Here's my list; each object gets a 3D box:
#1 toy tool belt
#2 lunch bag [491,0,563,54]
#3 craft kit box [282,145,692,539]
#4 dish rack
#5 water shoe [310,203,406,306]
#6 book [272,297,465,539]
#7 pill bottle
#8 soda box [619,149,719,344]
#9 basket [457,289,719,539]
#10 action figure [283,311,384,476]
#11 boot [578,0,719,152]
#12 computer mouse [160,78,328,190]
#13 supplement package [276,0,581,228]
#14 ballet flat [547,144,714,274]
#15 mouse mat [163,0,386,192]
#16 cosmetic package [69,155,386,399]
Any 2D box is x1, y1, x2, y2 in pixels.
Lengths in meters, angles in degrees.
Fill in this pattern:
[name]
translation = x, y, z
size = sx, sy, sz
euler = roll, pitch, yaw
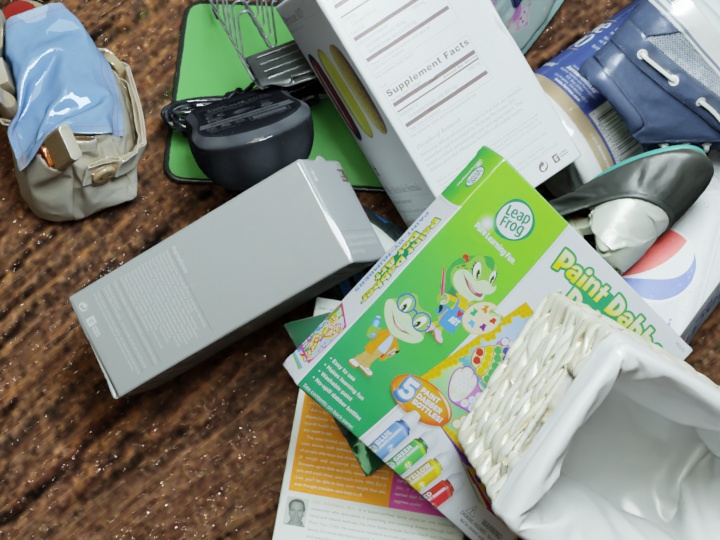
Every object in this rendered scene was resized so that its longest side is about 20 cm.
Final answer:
[toy tool belt]
translation = -0.237, -0.144, 1.386
size = 0.124, 0.123, 0.201
euler = -22, 68, -6
[lunch bag]
translation = 0.098, -0.272, 1.391
size = 0.121, 0.171, 0.202
euler = -2, 67, 11
[craft kit box]
translation = 0.086, 0.057, 1.207
size = 0.200, 0.049, 0.198
euler = 42, 89, -22
[dish rack]
translation = -0.046, -0.218, 1.406
size = 0.152, 0.055, 0.201
euler = -22, 42, -6
[water shoe]
translation = 0.000, 0.000, 1.352
size = 0.199, 0.071, 0.079
euler = 33, 104, 11
[book]
translation = 0.016, 0.131, 1.285
size = 0.132, 0.048, 0.202
euler = 9, 78, 7
[pill bottle]
translation = 0.214, -0.141, 1.361
size = 0.199, 0.111, 0.111
euler = -35, 70, -11
[soda box]
translation = 0.222, 0.014, 1.321
size = 0.063, 0.068, 0.200
euler = 34, 74, 16
[basket]
translation = 0.176, 0.120, 1.161
size = 0.199, 0.123, 0.136
euler = 30, 98, -24
[action figure]
translation = 0.061, 0.040, 1.253
size = 0.199, 0.055, 0.119
euler = -30, 93, -2
[boot]
translation = 0.240, -0.109, 1.289
size = 0.090, 0.200, 0.073
euler = -43, 27, 10
[computer mouse]
translation = -0.075, -0.098, 1.341
size = 0.137, 0.200, 0.053
euler = -15, 107, -2
[supplement package]
translation = 0.045, -0.134, 1.292
size = 0.109, 0.114, 0.201
euler = -34, 98, -13
[ballet flat]
translation = 0.159, -0.025, 1.293
size = 0.199, 0.068, 0.069
euler = -19, 50, 28
[mouse mat]
translation = -0.049, -0.138, 1.434
size = 0.198, 0.008, 0.162
euler = 4, 68, 4
[cosmetic package]
translation = -0.091, 0.004, 1.285
size = 0.199, 0.107, 0.091
euler = -27, 86, 16
